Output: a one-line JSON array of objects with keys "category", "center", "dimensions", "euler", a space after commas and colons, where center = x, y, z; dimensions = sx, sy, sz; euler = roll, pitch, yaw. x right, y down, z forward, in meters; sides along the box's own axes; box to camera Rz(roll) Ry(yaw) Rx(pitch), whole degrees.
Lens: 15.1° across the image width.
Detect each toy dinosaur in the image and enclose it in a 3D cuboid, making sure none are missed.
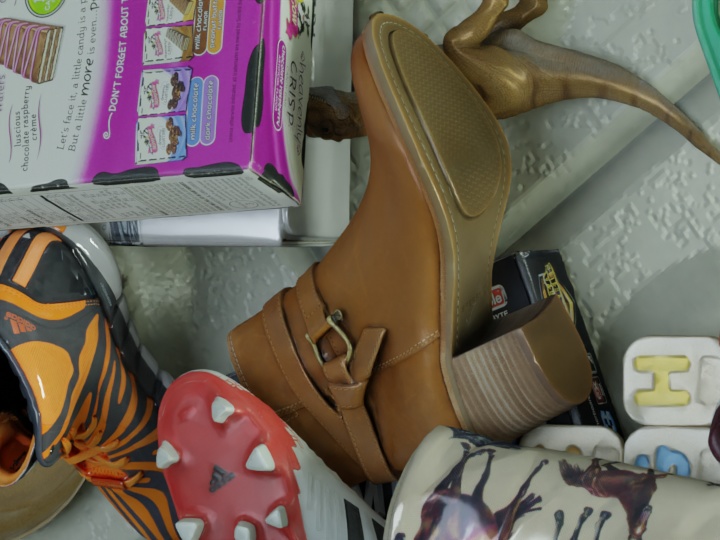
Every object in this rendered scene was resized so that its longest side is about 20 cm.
[{"category": "toy dinosaur", "center": [0.068, -0.094, 1.253], "dimensions": [0.199, 0.060, 0.107], "euler": [-3, 89, 7]}]

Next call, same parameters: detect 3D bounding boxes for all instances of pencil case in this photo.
[{"category": "pencil case", "center": [0.107, 0.126, 1.157], "dimensions": [0.199, 0.078, 0.090], "euler": [12, 72, 14]}]

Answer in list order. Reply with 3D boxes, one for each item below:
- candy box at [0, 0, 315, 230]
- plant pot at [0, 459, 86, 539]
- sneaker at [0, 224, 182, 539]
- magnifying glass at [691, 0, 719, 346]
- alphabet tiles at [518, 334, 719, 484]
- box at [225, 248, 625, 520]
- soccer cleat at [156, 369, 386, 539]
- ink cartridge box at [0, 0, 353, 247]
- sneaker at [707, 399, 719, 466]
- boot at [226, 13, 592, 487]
[{"category": "candy box", "center": [-0.122, -0.093, 1.237], "dimensions": [0.199, 0.061, 0.137], "euler": [-3, 72, 22]}, {"category": "plant pot", "center": [-0.203, 0.045, 1.435], "dimensions": [0.199, 0.027, 0.201], "euler": [1, 92, 31]}, {"category": "sneaker", "center": [-0.141, 0.079, 1.298], "dimensions": [0.077, 0.112, 0.200], "euler": [-6, 127, 31]}, {"category": "magnifying glass", "center": [0.178, -0.065, 1.188], "dimensions": [0.079, 0.022, 0.201], "euler": [3, 85, 29]}, {"category": "alphabet tiles", "center": [0.162, 0.128, 1.191], "dimensions": [0.195, 0.015, 0.201], "euler": [1, 87, 16]}, {"category": "box", "center": [0.035, 0.115, 1.284], "dimensions": [0.199, 0.050, 0.199], "euler": [-22, 81, 29]}, {"category": "soccer cleat", "center": [-0.018, 0.127, 1.230], "dimensions": [0.069, 0.085, 0.200], "euler": [-44, 80, 21]}, {"category": "ink cartridge box", "center": [-0.107, -0.084, 1.324], "dimensions": [0.199, 0.084, 0.146], "euler": [1, 90, 24]}, {"category": "sneaker", "center": [0.231, 0.044, 1.107], "dimensions": [0.199, 0.115, 0.076], "euler": [-26, 80, 15]}, {"category": "boot", "center": [0.000, 0.000, 1.223], "dimensions": [0.154, 0.074, 0.201], "euler": [-23, 87, 34]}]
